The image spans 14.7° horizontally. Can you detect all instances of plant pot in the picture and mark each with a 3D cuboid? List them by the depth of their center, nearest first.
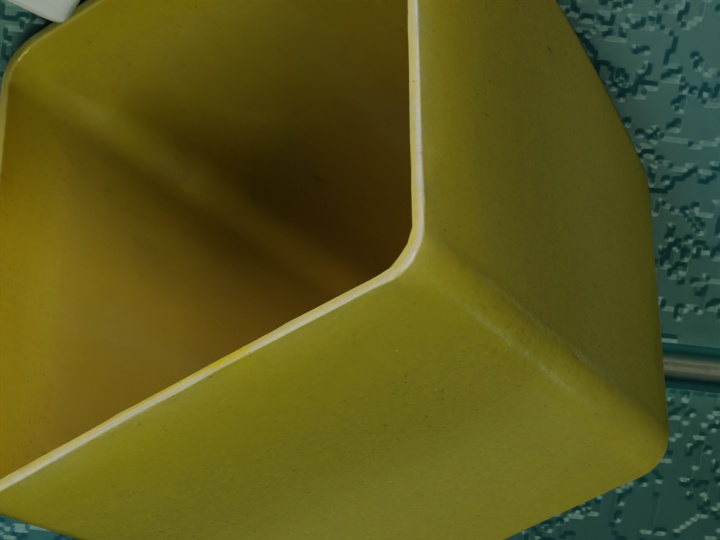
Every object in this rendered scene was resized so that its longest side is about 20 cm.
[{"bbox_3d":[0.000,0.000,0.969,0.199,0.201,0.176,-28,133,31],"label":"plant pot"}]

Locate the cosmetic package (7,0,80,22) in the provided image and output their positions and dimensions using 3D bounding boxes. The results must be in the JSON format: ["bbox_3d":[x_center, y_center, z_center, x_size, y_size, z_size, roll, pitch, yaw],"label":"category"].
[{"bbox_3d":[-0.122,-0.222,0.871,0.164,0.165,0.200,24,111,-32],"label":"cosmetic package"}]
